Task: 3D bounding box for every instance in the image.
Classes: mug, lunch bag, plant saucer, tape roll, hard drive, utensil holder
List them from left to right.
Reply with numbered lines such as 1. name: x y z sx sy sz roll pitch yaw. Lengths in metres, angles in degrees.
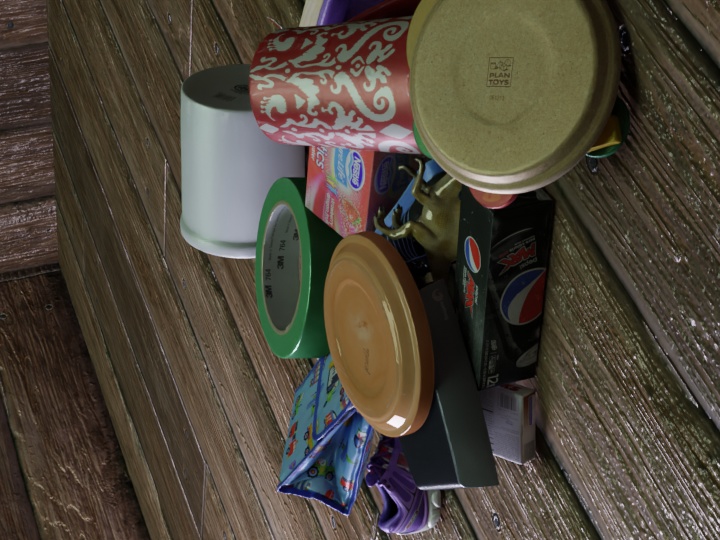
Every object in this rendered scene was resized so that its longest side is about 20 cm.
1. utensil holder: -0.150 -0.144 2.059 0.170 0.168 0.202 -130 36 -55
2. tape roll: -0.068 -0.003 1.792 0.200 0.048 0.203 -179 90 -69
3. lunch bag: -0.011 0.142 1.756 0.151 0.093 0.201 -81 13 -47
4. plant saucer: 0.011 0.064 1.555 0.200 0.032 0.202 42 139 53
5. mug: 0.017 -0.178 1.488 0.198 0.177 0.135 3 116 34
6. hard drive: 0.067 0.116 1.549 0.135 0.042 0.202 -19 86 65

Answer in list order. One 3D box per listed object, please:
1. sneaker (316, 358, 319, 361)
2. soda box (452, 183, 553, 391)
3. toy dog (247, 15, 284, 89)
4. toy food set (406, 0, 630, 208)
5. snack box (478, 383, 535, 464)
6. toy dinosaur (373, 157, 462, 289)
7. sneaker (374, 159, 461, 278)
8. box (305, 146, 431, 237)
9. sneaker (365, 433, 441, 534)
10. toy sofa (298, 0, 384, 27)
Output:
1. sneaker: -0.038 0.061 1.894 0.092 0.077 0.200 57 170 13
2. soda box: 0.128 0.009 1.478 0.071 0.063 0.202 -126 29 -49
3. toy dog: -0.087 -0.230 1.859 0.200 0.095 0.134 -165 74 -82
4. toy food set: 0.122 -0.155 1.291 0.198 0.048 0.200 -13 79 32
5. snack box: 0.093 0.131 1.597 0.199 0.024 0.073 16 115 45
6. toy dinosaur: 0.067 -0.036 1.518 0.100 0.058 0.202 22 124 23
7. sneaker: 0.064 -0.027 1.614 0.201 0.069 0.078 117 139 -50
8. box: 0.014 -0.133 1.647 0.102 0.094 0.201 39 141 31
9. sneaker: 0.043 0.208 1.816 0.081 0.083 0.202 -154 56 -67
10. toy sofa: -0.020 -0.261 1.656 0.097 0.083 0.201 28 147 4
